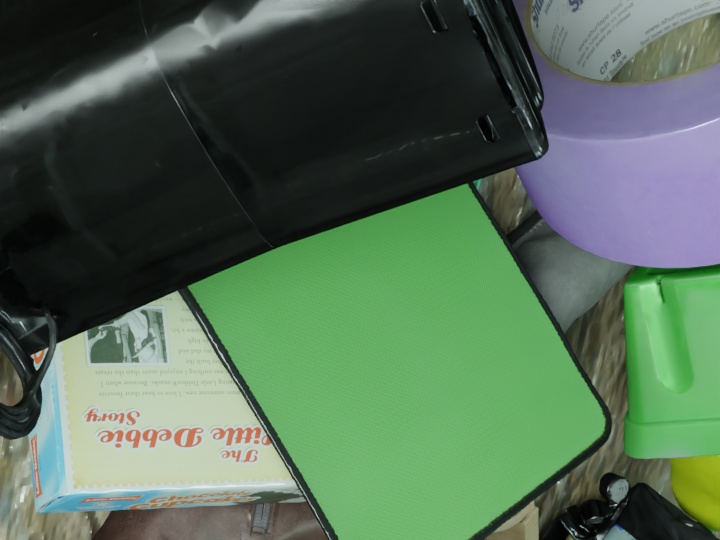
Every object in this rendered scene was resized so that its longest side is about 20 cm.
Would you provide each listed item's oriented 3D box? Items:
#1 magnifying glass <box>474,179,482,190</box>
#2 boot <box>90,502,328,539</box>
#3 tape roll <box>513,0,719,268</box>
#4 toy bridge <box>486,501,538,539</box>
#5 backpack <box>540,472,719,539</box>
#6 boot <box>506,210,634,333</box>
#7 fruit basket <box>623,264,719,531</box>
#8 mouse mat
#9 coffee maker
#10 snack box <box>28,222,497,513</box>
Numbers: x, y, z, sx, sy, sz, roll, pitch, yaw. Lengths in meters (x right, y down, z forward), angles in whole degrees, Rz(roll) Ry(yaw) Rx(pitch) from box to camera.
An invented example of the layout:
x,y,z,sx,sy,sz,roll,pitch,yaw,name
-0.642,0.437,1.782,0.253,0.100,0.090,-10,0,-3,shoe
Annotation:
x,y,z,sx,sy,sz,roll,pitch,yaw,name
0.000,0.000,0.837,0.079,0.022,0.201,27,92,-42,magnifying glass
-0.084,0.093,0.783,0.199,0.072,0.167,4,86,-21,boot
0.152,-0.104,0.801,0.200,0.200,0.085,-46,133,-16,tape roll
0.031,0.169,0.901,0.200,0.027,0.067,-38,135,-44,toy bridge
0.143,0.237,1.003,0.200,0.126,0.167,-51,137,-7,backpack
0.121,-0.015,0.847,0.200,0.182,0.073,-32,96,-29,boot
0.226,0.056,0.957,0.215,0.155,0.217,15,72,-54,fruit basket
0.011,0.020,0.750,0.161,0.008,0.200,-30,90,-35,mouse mat
-0.041,-0.055,0.607,0.199,0.193,0.135,-21,154,12,coffee maker
-0.041,0.038,0.740,0.199,0.037,0.117,2,70,-30,snack box
